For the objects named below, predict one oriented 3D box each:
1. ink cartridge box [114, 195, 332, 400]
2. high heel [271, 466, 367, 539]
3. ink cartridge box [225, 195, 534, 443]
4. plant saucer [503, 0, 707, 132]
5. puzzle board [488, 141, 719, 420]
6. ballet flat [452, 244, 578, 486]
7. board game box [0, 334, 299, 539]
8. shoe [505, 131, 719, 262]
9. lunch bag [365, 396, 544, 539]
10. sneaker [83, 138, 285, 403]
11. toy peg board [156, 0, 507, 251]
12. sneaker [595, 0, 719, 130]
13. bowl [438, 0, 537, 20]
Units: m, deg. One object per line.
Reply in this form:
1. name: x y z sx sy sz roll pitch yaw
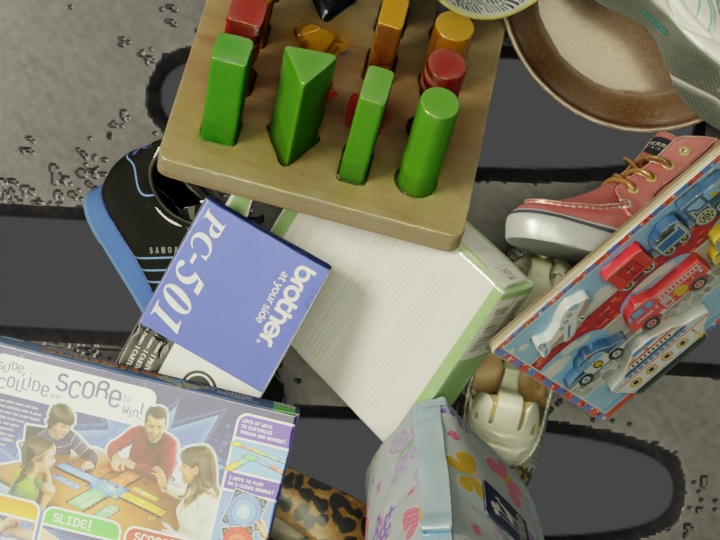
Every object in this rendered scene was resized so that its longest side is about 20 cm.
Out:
1. ink cartridge box: -0.106 0.063 1.471 0.094 0.044 0.201 30 93 -2
2. high heel: -0.066 0.119 1.552 0.141 0.071 0.202 -13 80 -21
3. ink cartridge box: 0.000 0.000 1.517 0.200 0.048 0.146 44 120 20
4. plant saucer: 0.191 -0.194 1.546 0.198 0.037 0.202 0 92 0
5. puzzle board: 0.196 0.014 1.482 0.200 0.150 0.017 -41 50 15
6. ballet flat: 0.101 0.068 1.536 0.071 0.072 0.202 14 92 -1
7. board game box: -0.149 0.129 1.434 0.198 0.034 0.137 14 94 -2
8. shoe: 0.180 -0.048 1.504 0.199 0.071 0.092 9 87 -34
9. lunch bag: 0.061 0.207 1.455 0.126 0.170 0.201 -7 119 1
10. sneaker: -0.102 0.007 1.516 0.078 0.070 0.201 -38 85 29
11. toy peg board: -0.008 -0.141 1.465 0.198 0.098 0.200 15 54 -1
12. sneaker: 0.222 -0.169 1.496 0.200 0.070 0.080 48 66 -10
13. bowl: 0.064 -0.269 1.463 0.094 0.200 0.202 23 91 39
